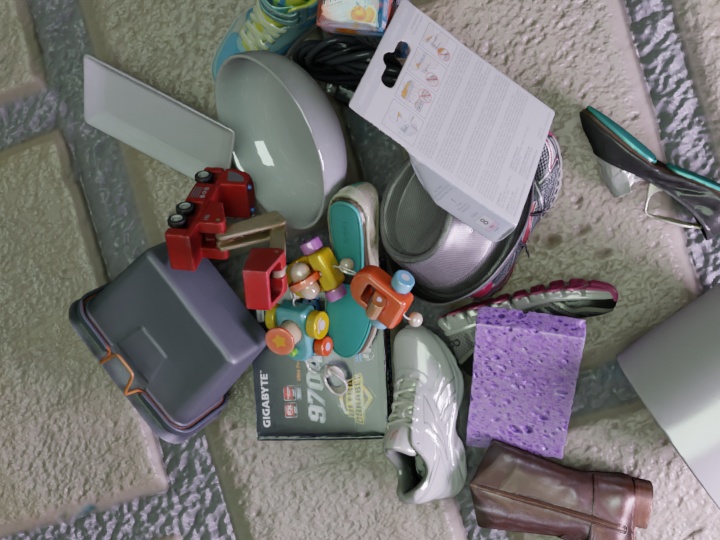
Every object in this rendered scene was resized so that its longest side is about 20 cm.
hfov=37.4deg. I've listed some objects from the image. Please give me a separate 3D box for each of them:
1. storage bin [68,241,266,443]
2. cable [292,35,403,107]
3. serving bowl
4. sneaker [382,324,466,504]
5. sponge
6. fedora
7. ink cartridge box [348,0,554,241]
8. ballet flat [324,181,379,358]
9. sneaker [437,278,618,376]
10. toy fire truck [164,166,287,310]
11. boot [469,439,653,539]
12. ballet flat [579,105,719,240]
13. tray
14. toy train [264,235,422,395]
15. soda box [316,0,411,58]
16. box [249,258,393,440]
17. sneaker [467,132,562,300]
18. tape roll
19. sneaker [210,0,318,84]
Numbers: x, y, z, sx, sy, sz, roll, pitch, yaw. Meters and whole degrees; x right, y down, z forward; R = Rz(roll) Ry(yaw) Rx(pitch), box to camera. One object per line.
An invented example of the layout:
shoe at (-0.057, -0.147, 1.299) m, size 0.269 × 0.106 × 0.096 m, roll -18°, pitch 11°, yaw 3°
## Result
storage bin at (-0.208, 0.066, 1.177) m, size 0.201 × 0.145 × 0.134 m, roll 50°, pitch 121°, yaw 5°
cable at (0.028, -0.199, 1.123) m, size 0.198 × 0.163 × 0.051 m, roll 23°, pitch 85°, yaw 13°
serving bowl at (-0.076, -0.148, 1.156) m, size 0.065 × 0.200 × 0.202 m, roll -29°, pitch 88°, yaw -29°
sneaker at (0.063, 0.162, 1.168) m, size 0.077 × 0.099 × 0.203 m, roll -9°, pitch 92°, yaw 40°
sponge at (0.172, 0.122, 1.129) m, size 0.110 × 0.030 × 0.202 m, roll 8°, pitch 135°, yaw 9°
fedora at (0.085, -0.069, 1.115) m, size 0.176 × 0.090 × 0.202 m, roll 17°, pitch 82°, yaw 41°
ink cartridge box at (0.087, -0.147, 1.045) m, size 0.199 × 0.057 × 0.164 m, roll 31°, pitch 56°, yaw -10°
ballet flat at (0.000, 0.000, 1.144) m, size 0.067 × 0.062 × 0.202 m, roll 16°, pitch 122°, yaw 22°
sneaker at (0.187, 0.066, 1.162) m, size 0.197 × 0.074 × 0.089 m, roll -15°, pitch 93°, yaw 15°
toy fire truck at (-0.131, -0.041, 1.135) m, size 0.139 × 0.201 × 0.049 m, roll 5°, pitch 126°, yaw 11°
boot at (0.205, 0.295, 1.166) m, size 0.197 × 0.064 × 0.189 m, roll 12°, pitch 84°, yaw -1°
ballet flat at (0.307, -0.097, 1.131) m, size 0.199 × 0.068 × 0.069 m, roll 32°, pitch 108°, yaw 7°
tray at (-0.230, -0.171, 1.224) m, size 0.198 × 0.022 × 0.108 m, roll 28°, pitch 140°, yaw 7°
toy train at (-0.031, 0.054, 1.116) m, size 0.150 × 0.056 × 0.201 m, roll 42°, pitch 130°, yaw 9°
soda box at (0.008, -0.267, 1.103) m, size 0.067 × 0.200 × 0.065 m, roll 7°, pitch 95°, yaw 9°
box at (-0.045, 0.090, 1.218) m, size 0.157 × 0.046 × 0.203 m, roll -2°, pitch 94°, yaw 10°
sneaker at (0.163, -0.058, 1.154) m, size 0.080 × 0.075 × 0.202 m, roll 21°, pitch 97°, yaw 8°
tape roll at (0.369, 0.130, 1.067) m, size 0.139 × 0.203 × 0.204 m, roll -37°, pitch 87°, yaw 10°
sneaker at (-0.102, -0.275, 1.159) m, size 0.200 × 0.131 × 0.080 m, roll -43°, pitch 87°, yaw 11°
